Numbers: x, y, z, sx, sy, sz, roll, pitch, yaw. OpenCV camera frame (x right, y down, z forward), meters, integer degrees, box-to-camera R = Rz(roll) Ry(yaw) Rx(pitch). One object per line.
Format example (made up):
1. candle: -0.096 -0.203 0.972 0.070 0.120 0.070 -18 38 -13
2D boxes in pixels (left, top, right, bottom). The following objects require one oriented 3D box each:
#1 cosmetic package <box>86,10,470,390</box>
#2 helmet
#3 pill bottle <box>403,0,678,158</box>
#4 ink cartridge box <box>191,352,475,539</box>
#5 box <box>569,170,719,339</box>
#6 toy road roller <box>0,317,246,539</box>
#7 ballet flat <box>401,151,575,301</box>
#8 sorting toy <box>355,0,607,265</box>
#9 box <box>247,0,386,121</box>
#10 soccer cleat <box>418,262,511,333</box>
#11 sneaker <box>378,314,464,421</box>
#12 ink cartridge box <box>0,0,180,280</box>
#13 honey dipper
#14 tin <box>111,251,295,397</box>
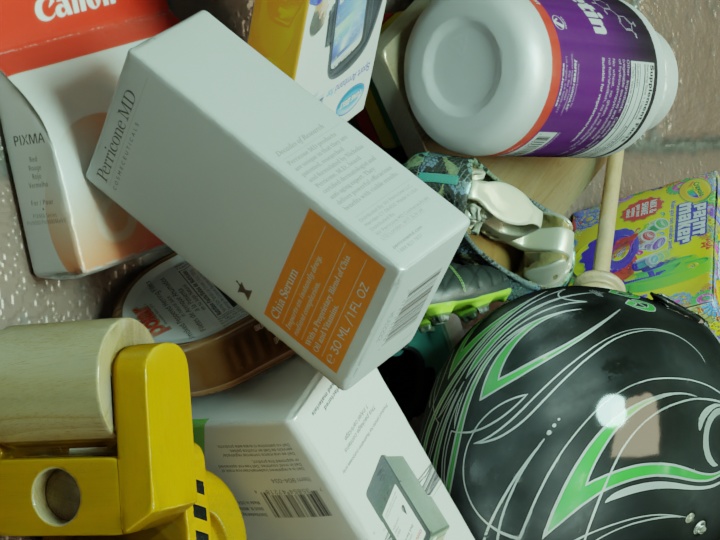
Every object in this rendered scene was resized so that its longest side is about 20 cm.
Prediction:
1. cosmetic package: -0.048 -0.040 1.265 0.071 0.200 0.102 -35 157 -45
2. helmet: 0.132 0.111 1.465 0.190 0.200 0.201 -5 91 -24
3. pill bottle: 0.127 -0.131 1.520 0.199 0.112 0.113 -3 90 -51
4. ink cartridge box: -0.033 0.139 1.390 0.084 0.145 0.201 -55 127 -39
5. box: 0.238 0.066 1.688 0.200 0.121 0.193 -72 142 -60
6. toy road roller: -0.137 0.125 1.293 0.146 0.122 0.201 -10 95 -65
7. ballet flat: 0.102 -0.023 1.517 0.200 0.074 0.075 24 69 -48
8. sorting toy: 0.076 -0.114 1.600 0.200 0.069 0.199 -49 123 -41
9. box: -0.025 -0.149 1.375 0.119 0.041 0.201 -42 148 -52
10. soccer cleat: 0.000 0.000 1.446 0.199 0.068 0.082 -3 81 -16
11. sneaker: 0.011 0.012 1.510 0.080 0.071 0.201 -51 126 -44
12. ink cartridge box: -0.142 -0.111 1.352 0.162 0.050 0.201 -23 108 -49
13. honey dipper: 0.175 -0.030 1.607 0.038 0.038 0.201 49 39 -36
14. tin: -0.055 0.006 1.358 0.199 0.112 0.042 -28 121 -12
